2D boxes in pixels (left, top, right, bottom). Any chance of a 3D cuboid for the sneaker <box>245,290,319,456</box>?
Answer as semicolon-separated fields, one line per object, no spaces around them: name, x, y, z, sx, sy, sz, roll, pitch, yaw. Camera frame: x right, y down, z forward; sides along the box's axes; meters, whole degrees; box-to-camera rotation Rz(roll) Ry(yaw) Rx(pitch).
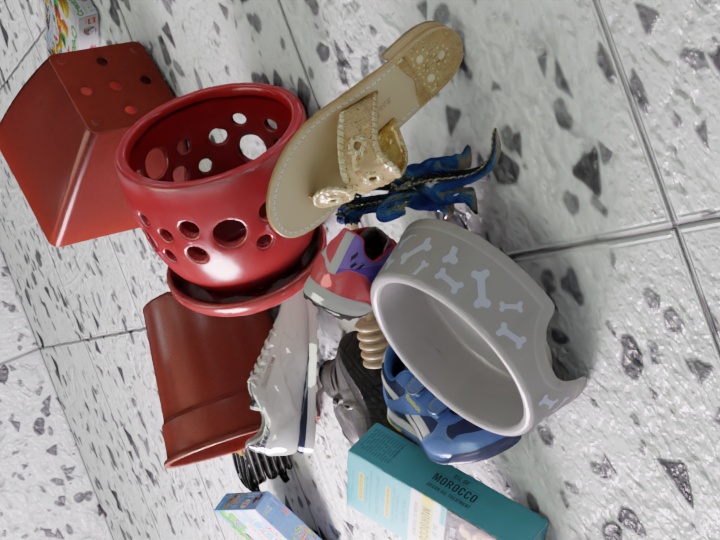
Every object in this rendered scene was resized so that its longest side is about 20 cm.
sneaker;-0.087;0.109;1.578;0.076;0.080;0.202;167;105;-87

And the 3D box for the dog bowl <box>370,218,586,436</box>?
dog bowl;0.090;0.053;1.150;0.200;0.059;0.201;39;158;20

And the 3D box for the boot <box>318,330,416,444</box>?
boot;0.018;0.169;1.496;0.132;0.069;0.201;118;137;-65

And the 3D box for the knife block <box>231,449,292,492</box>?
knife block;-0.162;0.200;1.902;0.201;0.064;0.176;57;154;24

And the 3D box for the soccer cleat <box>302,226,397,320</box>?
soccer cleat;0.016;-0.006;1.245;0.068;0.200;0.074;30;105;19

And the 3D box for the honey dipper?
honey dipper;0.000;0.000;1.411;0.038;0.038;0.202;18;124;61

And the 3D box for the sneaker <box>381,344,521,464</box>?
sneaker;0.075;0.121;1.305;0.200;0.073;0.083;21;127;59

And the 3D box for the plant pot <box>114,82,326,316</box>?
plant pot;-0.132;-0.070;1.445;0.200;0.200;0.183;39;153;49

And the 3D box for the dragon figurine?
dragon figurine;0.042;-0.071;1.157;0.200;0.099;0.059;166;99;-69

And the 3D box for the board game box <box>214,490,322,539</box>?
board game box;-0.109;0.360;1.894;0.151;0.037;0.200;44;158;-9

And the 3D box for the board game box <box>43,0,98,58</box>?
board game box;-0.418;-0.338;2.027;0.127;0.034;0.201;55;154;26

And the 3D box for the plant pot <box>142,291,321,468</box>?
plant pot;-0.170;0.117;1.712;0.201;0.199;0.197;139;116;-66

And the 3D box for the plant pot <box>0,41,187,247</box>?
plant pot;-0.331;-0.179;1.804;0.201;0.199;0.177;57;142;23

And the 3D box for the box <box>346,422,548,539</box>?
box;0.079;0.230;1.331;0.199;0.049;0.083;27;136;27

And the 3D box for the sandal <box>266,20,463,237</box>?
sandal;0.013;-0.103;1.088;0.078;0.212;0.070;44;176;-40
